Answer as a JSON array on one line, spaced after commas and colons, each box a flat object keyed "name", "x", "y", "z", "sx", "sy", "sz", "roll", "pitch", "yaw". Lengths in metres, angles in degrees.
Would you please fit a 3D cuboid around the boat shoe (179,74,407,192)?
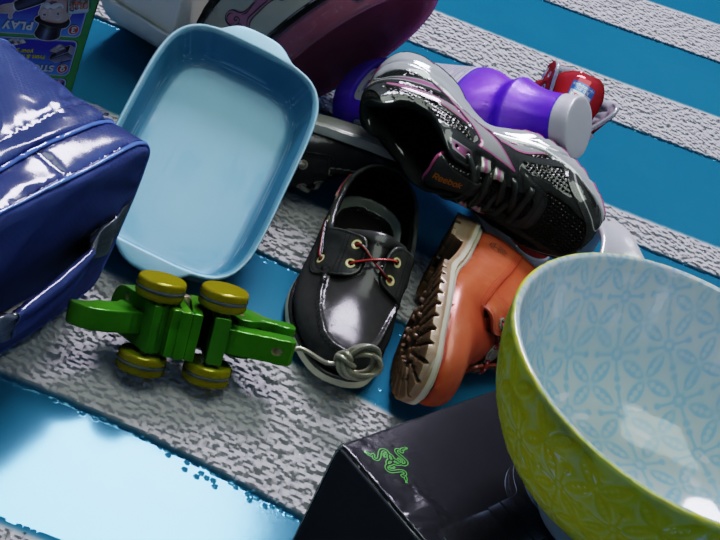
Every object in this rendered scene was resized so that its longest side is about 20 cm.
[{"name": "boat shoe", "x": -0.054, "y": -0.090, "z": 1.105, "sx": 0.198, "sy": 0.061, "sz": 0.074, "roll": 16, "pitch": 9, "yaw": -19}]

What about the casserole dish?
[{"name": "casserole dish", "x": -0.106, "y": -0.075, "z": 1.012, "sx": 0.120, "sy": 0.039, "sz": 0.201, "roll": 26, "pitch": 63, "yaw": -5}]

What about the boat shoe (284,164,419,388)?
[{"name": "boat shoe", "x": -0.003, "y": -0.001, "z": 1.022, "sx": 0.073, "sy": 0.063, "sz": 0.202, "roll": 24, "pitch": 36, "yaw": -8}]

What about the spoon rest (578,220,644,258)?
[{"name": "spoon rest", "x": 0.188, "y": 0.024, "z": 1.111, "sx": 0.099, "sy": 0.061, "sz": 0.201, "roll": 11, "pitch": 36, "yaw": -20}]

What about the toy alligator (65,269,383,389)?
[{"name": "toy alligator", "x": -0.084, "y": 0.037, "z": 0.922, "sx": 0.198, "sy": 0.060, "sz": 0.054, "roll": 11, "pitch": 13, "yaw": -21}]

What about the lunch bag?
[{"name": "lunch bag", "x": -0.217, "y": -0.028, "z": 0.850, "sx": 0.132, "sy": 0.136, "sz": 0.200, "roll": 33, "pitch": 36, "yaw": 11}]

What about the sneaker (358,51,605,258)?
[{"name": "sneaker", "x": 0.076, "y": -0.069, "z": 1.068, "sx": 0.199, "sy": 0.081, "sz": 0.086, "roll": 33, "pitch": 30, "yaw": 7}]

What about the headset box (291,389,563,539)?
[{"name": "headset box", "x": 0.083, "y": 0.163, "z": 0.833, "sx": 0.199, "sy": 0.093, "sz": 0.174, "roll": -13, "pitch": 50, "yaw": -42}]

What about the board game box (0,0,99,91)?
[{"name": "board game box", "x": -0.275, "y": -0.143, "z": 0.964, "sx": 0.199, "sy": 0.135, "sz": 0.029, "roll": -2, "pitch": 43, "yaw": -35}]

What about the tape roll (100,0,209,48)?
[{"name": "tape roll", "x": -0.117, "y": -0.264, "z": 1.167, "sx": 0.070, "sy": 0.203, "sz": 0.203, "roll": 31, "pitch": 35, "yaw": 6}]

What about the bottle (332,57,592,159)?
[{"name": "bottle", "x": 0.078, "y": -0.119, "z": 1.149, "sx": 0.199, "sy": 0.066, "sz": 0.084, "roll": 10, "pitch": 37, "yaw": 32}]

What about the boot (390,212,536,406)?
[{"name": "boot", "x": 0.086, "y": 0.039, "z": 1.019, "sx": 0.107, "sy": 0.075, "sz": 0.200, "roll": 31, "pitch": 33, "yaw": -1}]

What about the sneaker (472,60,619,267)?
[{"name": "sneaker", "x": 0.148, "y": -0.090, "z": 1.181, "sx": 0.071, "sy": 0.113, "sz": 0.201, "roll": 32, "pitch": 32, "yaw": -19}]

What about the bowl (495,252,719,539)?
[{"name": "bowl", "x": 0.148, "y": 0.095, "z": 0.784, "sx": 0.199, "sy": 0.108, "sz": 0.201, "roll": 17, "pitch": 35, "yaw": -12}]

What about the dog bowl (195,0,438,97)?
[{"name": "dog bowl", "x": -0.025, "y": -0.199, "z": 1.159, "sx": 0.199, "sy": 0.200, "sz": 0.074, "roll": -22, "pitch": 78, "yaw": -47}]
